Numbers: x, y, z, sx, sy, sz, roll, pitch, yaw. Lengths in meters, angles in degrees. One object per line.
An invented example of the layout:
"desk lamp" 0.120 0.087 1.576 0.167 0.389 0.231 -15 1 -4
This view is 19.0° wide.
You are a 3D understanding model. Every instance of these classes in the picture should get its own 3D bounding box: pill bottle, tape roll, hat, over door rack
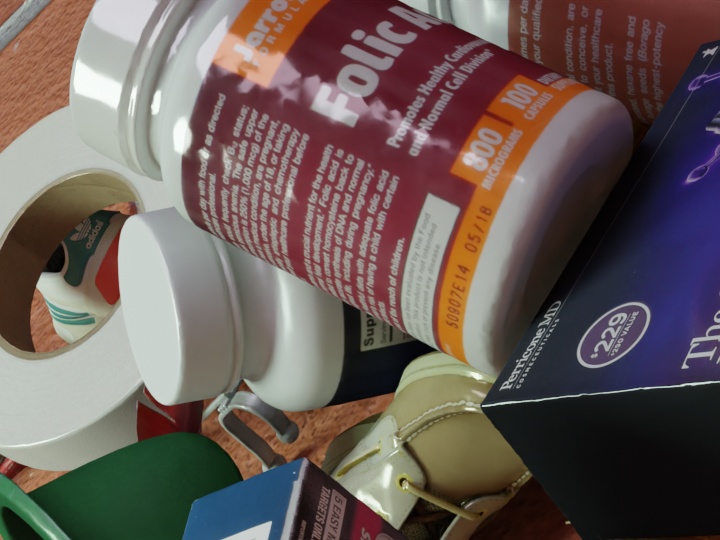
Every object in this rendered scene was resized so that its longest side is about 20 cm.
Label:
"pill bottle" 0.119 -0.123 0.945 0.198 0.112 0.113 15 64 25
"pill bottle" -0.005 -0.051 0.832 0.199 0.114 0.115 26 73 20
"pill bottle" 0.000 0.000 0.944 0.198 0.112 0.111 -10 20 -21
"tape roll" -0.142 0.003 1.111 0.201 0.037 0.204 -17 57 27
"hat" -0.058 0.101 0.968 0.176 0.201 0.165 -37 22 -20
"over door rack" -0.044 0.033 1.128 0.148 0.066 0.200 -61 17 -21

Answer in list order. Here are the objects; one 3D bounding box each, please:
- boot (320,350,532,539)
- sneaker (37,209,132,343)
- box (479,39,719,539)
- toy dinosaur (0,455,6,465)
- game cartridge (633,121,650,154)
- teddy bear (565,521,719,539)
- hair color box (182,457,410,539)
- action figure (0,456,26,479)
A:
"boot" 0.014 0.125 0.889 0.200 0.072 0.156 -42 23 60
"sneaker" -0.160 -0.004 1.256 0.071 0.093 0.200 -60 15 -15
"box" 0.152 -0.004 0.766 0.141 0.079 0.201 -14 34 49
"toy dinosaur" -0.259 0.122 1.296 0.135 0.086 0.201 7 66 48
"game cartridge" 0.113 -0.106 1.098 0.177 0.032 0.200 -50 30 -1
"teddy bear" 0.136 0.066 0.843 0.145 0.067 0.200 -39 23 9
"hair color box" 0.019 0.162 0.736 0.060 0.200 0.101 -24 38 37
"action figure" -0.131 0.051 1.137 0.200 0.052 0.065 -49 22 5
